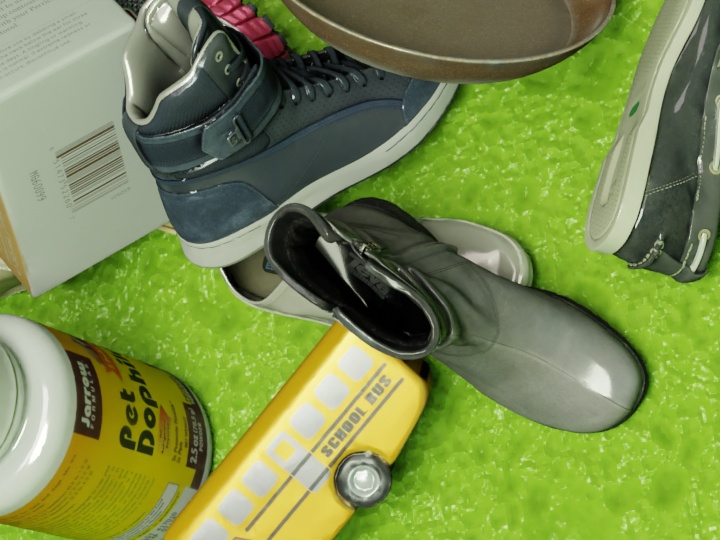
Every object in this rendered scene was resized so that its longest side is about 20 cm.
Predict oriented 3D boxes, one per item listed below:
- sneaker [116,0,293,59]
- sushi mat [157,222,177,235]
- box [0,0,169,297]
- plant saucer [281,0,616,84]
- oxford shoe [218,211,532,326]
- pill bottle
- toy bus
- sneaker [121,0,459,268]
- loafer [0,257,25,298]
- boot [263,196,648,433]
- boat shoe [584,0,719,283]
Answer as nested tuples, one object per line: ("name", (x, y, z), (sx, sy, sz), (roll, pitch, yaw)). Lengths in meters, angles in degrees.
("sneaker", (-0.138, -0.147, 1.194), (0.199, 0.081, 0.075), (25, 74, 32))
("sushi mat", (-0.176, -0.089, 1.245), (0.199, 0.012, 0.097), (16, 84, 31))
("box", (-0.208, -0.114, 1.148), (0.106, 0.153, 0.200), (-31, 51, -19))
("plant saucer", (0.039, -0.156, 1.070), (0.200, 0.199, 0.032), (38, 133, 31))
("oxford shoe", (0.000, 0.000, 1.100), (0.198, 0.058, 0.076), (7, 77, 28))
("pill bottle", (-0.174, 0.088, 1.085), (0.108, 0.200, 0.110), (-8, 73, 26))
("toy bus", (-0.039, 0.121, 1.065), (0.078, 0.065, 0.200), (39, 97, -2))
("sneaker", (-0.038, -0.111, 1.074), (0.202, 0.147, 0.077), (-38, 42, -12))
("loafer", (-0.263, 0.011, 1.233), (0.198, 0.075, 0.069), (-7, 76, 32))
("boot", (0.047, 0.031, 0.997), (0.199, 0.132, 0.070), (27, 101, 10))
("boat shoe", (0.177, -0.093, 1.036), (0.067, 0.072, 0.202), (20, 77, -7))
